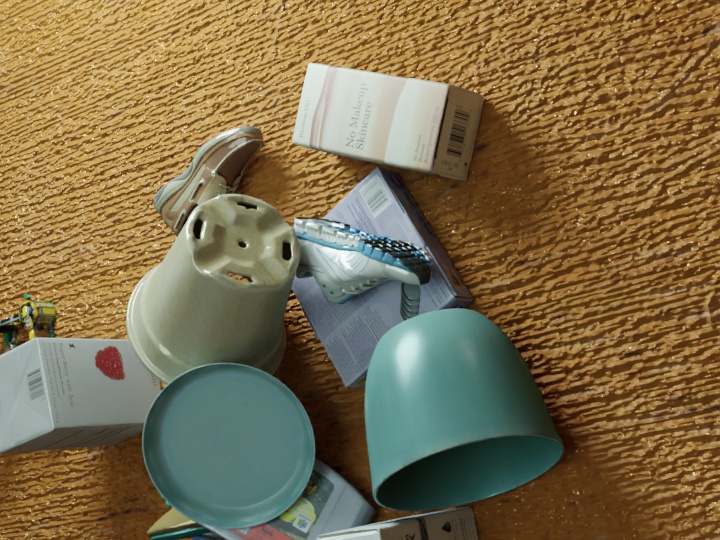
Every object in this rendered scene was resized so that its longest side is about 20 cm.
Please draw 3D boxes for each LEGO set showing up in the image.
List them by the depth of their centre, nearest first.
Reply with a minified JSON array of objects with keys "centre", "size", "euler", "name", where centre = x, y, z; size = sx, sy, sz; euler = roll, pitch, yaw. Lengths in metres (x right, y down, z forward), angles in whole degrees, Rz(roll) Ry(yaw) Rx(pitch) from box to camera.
[{"centre":[-0.518,0.136,1.660],"size":[0.153,0.115,0.202],"euler":[-8,82,34],"name":"LEGO set"}]

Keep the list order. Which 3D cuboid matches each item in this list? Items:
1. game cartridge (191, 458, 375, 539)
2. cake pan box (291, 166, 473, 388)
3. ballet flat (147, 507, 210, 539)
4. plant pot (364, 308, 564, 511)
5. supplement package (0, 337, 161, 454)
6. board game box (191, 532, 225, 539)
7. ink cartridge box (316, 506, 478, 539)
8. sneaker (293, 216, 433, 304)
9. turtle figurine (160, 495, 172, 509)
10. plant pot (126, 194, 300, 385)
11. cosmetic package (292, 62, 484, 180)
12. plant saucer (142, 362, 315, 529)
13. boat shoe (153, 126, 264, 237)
[{"centre":[-0.089,0.279,1.357],"size":[0.199,0.041,0.134],"euler":[24,72,19],"name":"game cartridge"},{"centre":[0.011,0.007,1.347],"size":[0.184,0.052,0.201],"euler":[-42,65,23],"name":"cake pan box"},{"centre":[-0.171,0.295,1.428],"size":[0.198,0.069,0.064],"euler":[-9,72,12],"name":"ballet flat"},{"centre":[0.094,0.138,1.200],"size":[0.200,0.200,0.162],"euler":[-31,57,29],"name":"plant pot"},{"centre":[-0.371,0.162,1.507],"size":[0.119,0.199,0.122],"euler":[-24,74,31],"name":"supplement package"},{"centre":[-0.137,0.446,1.418],"size":[0.198,0.043,0.202],"euler":[7,90,36],"name":"board game box"},{"centre":[0.050,0.334,1.202],"size":[0.083,0.199,0.146],"euler":[-17,77,32],"name":"ink cartridge box"},{"centre":[0.000,0.000,1.291],"size":[0.199,0.075,0.088],"euler":[18,103,43],"name":"sneaker"},{"centre":[-0.194,0.204,1.440],"size":[0.200,0.100,0.150],"euler":[-53,27,34],"name":"turtle figurine"},{"centre":[-0.156,0.017,1.334],"size":[0.201,0.199,0.184],"euler":[59,144,23],"name":"plant pot"},{"centre":[0.030,-0.173,1.325],"size":[0.199,0.087,0.104],"euler":[14,95,35],"name":"cosmetic package"},{"centre":[-0.150,0.198,1.320],"size":[0.198,0.027,0.202],"euler":[0,103,1],"name":"plant saucer"},{"centre":[-0.187,-0.111,1.484],"size":[0.200,0.075,0.072],"euler":[-39,69,36],"name":"boat shoe"}]
